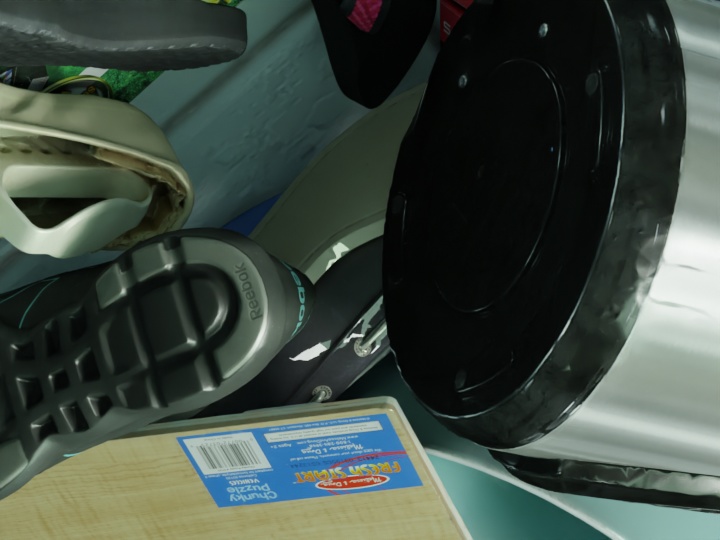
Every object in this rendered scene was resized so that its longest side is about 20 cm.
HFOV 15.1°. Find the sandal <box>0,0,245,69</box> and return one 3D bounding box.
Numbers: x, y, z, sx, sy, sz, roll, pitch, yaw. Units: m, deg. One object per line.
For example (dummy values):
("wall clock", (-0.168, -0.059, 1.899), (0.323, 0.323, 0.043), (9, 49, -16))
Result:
("sandal", (-0.110, -0.091, 0.869), (0.075, 0.045, 0.200), (-4, 180, 31))

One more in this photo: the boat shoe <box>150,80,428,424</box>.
("boat shoe", (0.000, 0.000, 1.033), (0.200, 0.073, 0.063), (-42, 124, -7))

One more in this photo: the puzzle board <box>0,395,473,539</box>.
("puzzle board", (-0.057, 0.101, 1.031), (0.199, 0.017, 0.151), (-8, 138, 18))

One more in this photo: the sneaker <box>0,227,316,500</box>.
("sneaker", (-0.105, 0.038, 0.969), (0.199, 0.076, 0.079), (-15, 178, 20))

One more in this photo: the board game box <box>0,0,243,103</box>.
("board game box", (-0.125, -0.071, 0.965), (0.200, 0.024, 0.105), (-41, 147, 11))

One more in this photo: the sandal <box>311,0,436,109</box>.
("sandal", (0.009, -0.118, 0.988), (0.075, 0.045, 0.200), (-54, 156, -14))

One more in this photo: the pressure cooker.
("pressure cooker", (0.129, -0.008, 0.939), (0.199, 0.177, 0.179), (13, 147, -26))

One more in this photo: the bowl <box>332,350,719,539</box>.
("bowl", (0.074, 0.085, 1.077), (0.105, 0.200, 0.201), (-59, 160, -26))

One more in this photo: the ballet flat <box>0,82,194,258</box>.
("ballet flat", (-0.136, -0.034, 0.920), (0.199, 0.070, 0.070), (2, 134, -45))

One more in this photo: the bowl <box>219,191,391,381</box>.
("bowl", (-0.025, 0.034, 1.195), (0.200, 0.039, 0.201), (-25, 148, -17))

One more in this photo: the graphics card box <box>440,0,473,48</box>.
("graphics card box", (0.093, -0.044, 1.139), (0.125, 0.051, 0.201), (-25, 136, -28))
